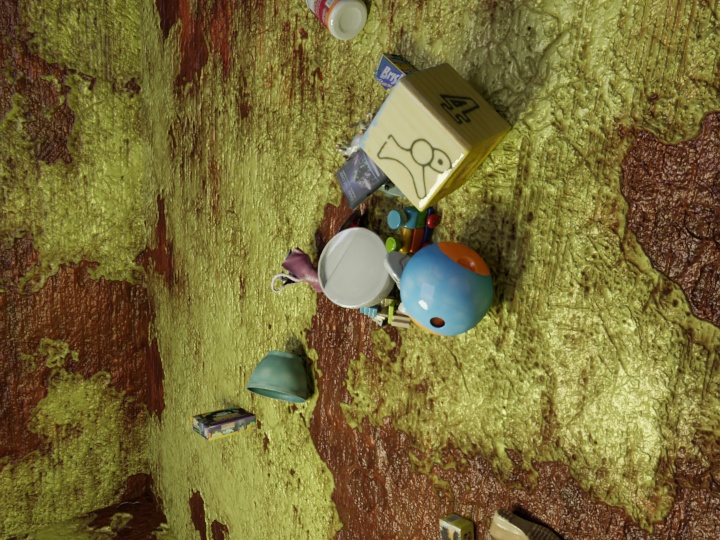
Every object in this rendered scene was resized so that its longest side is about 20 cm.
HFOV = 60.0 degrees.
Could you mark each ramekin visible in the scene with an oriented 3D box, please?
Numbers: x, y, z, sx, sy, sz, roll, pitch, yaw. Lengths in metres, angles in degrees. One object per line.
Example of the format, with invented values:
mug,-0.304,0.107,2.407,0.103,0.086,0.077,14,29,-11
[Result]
ramekin,0.000,0.000,1.560,0.200,0.094,0.205,-6,76,25

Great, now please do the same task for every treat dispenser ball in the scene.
treat dispenser ball,0.184,0.039,1.340,0.200,0.199,0.204,13,106,52

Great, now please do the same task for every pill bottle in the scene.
pill bottle,-0.074,-0.702,1.633,0.201,0.112,0.114,56,136,32

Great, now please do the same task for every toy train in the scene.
toy train,0.109,-0.057,1.496,0.084,0.115,0.202,33,121,46

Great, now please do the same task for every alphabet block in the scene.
alphabet block,0.152,-0.277,1.288,0.200,0.196,0.196,48,137,8

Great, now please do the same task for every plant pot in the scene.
plant pot,-0.258,0.339,2.023,0.199,0.199,0.136,-16,56,53

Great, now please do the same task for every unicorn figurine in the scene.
unicorn figurine,-0.012,-0.334,1.623,0.199,0.137,0.074,-29,90,31

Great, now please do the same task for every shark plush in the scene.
shark plush,0.084,-0.198,1.532,0.200,0.083,0.092,43,128,41

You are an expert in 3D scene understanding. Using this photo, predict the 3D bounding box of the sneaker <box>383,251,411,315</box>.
sneaker,0.114,0.044,1.487,0.200,0.075,0.115,42,148,-10

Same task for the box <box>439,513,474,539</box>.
box,0.238,0.704,1.511,0.075,0.050,0.203,-1,96,53

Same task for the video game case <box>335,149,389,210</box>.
video game case,0.031,-0.260,1.545,0.200,0.019,0.144,-40,46,19

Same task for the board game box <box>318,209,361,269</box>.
board game box,-0.039,-0.069,1.676,0.039,0.158,0.201,33,115,8

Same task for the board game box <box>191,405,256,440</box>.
board game box,-0.527,0.584,2.399,0.164,0.198,0.058,5,98,52

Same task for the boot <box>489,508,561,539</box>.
boot,0.362,0.620,1.334,0.199,0.072,0.168,24,127,48

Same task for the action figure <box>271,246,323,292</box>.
action figure,-0.139,0.013,1.818,0.198,0.149,0.135,24,129,14

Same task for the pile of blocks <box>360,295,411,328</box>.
pile of blocks,0.051,0.085,1.593,0.198,0.082,0.063,18,115,35

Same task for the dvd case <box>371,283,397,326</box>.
dvd case,0.023,0.035,1.706,0.200,0.025,0.152,39,125,42

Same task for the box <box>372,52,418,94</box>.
box,0.113,-0.433,1.469,0.201,0.064,0.071,53,134,34
